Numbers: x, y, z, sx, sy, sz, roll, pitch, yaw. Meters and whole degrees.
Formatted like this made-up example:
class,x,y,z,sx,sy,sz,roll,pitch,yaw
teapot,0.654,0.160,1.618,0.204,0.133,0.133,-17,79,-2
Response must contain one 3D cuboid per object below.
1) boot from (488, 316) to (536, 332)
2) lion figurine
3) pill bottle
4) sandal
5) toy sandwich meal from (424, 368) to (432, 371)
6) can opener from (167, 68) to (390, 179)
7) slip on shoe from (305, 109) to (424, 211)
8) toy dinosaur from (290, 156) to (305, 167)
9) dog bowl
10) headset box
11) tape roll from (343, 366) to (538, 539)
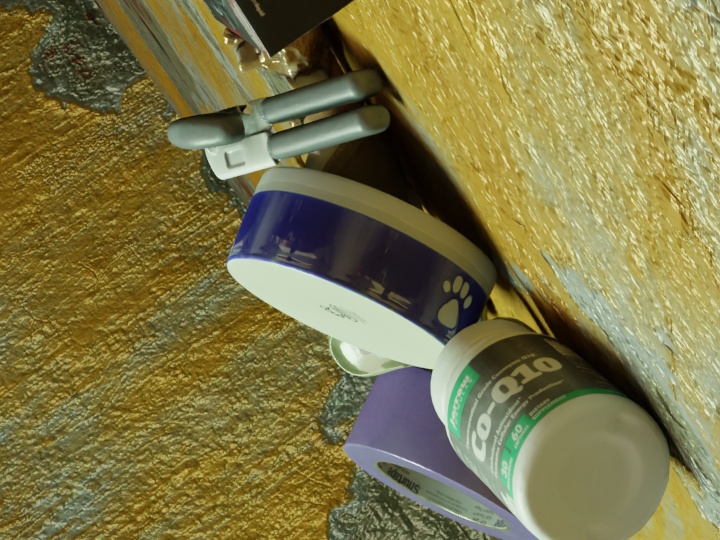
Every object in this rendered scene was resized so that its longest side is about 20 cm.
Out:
class,x,y,z,sx,sy,sz,roll,pitch,yaw
boot,0.127,0.100,1.639,0.200,0.072,0.155,57,177,-26
lion figurine,-0.038,-0.151,1.610,0.122,0.073,0.200,35,177,45
pill bottle,0.125,0.109,1.439,0.113,0.113,0.200,57,174,-24
sandal,0.036,0.052,1.766,0.201,0.057,0.080,-33,89,45
toy sandwich meal,0.055,0.029,1.885,0.206,0.070,0.205,57,177,4
can opener,-0.061,-0.106,1.533,0.199,0.066,0.053,-11,93,44
slip on shoe,0.010,-0.063,1.632,0.061,0.076,0.200,38,169,21
toy dinosaur,-0.026,-0.087,1.903,0.106,0.060,0.200,49,-165,8
dog bowl,0.000,0.000,1.586,0.199,0.079,0.200,23,167,6
headset box,-0.087,-0.233,1.378,0.149,0.077,0.200,57,176,-22
tape roll,0.090,0.167,1.860,0.199,0.085,0.200,25,165,7
